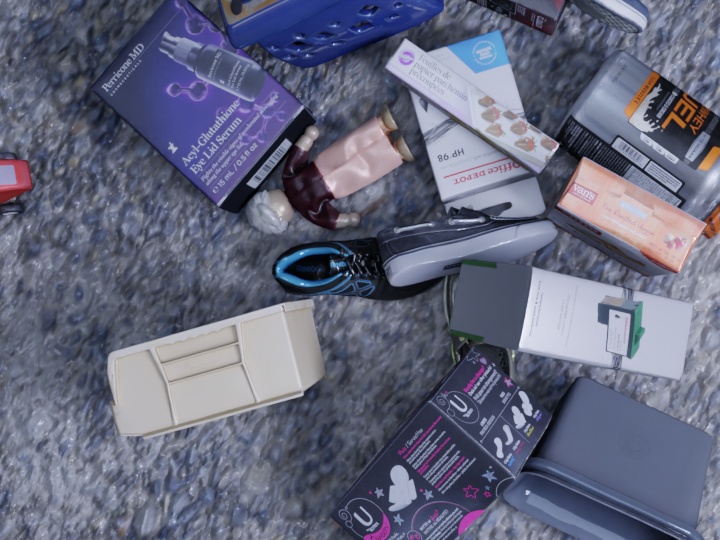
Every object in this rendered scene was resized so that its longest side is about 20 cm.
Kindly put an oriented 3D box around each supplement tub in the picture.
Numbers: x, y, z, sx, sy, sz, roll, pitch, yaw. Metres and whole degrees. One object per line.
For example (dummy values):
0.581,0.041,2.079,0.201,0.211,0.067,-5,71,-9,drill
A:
0.317,-0.130,1.183,0.199,0.123,0.123,36,92,5,supplement tub

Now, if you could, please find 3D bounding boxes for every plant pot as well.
-0.054,-0.337,1.166,0.199,0.179,0.202,-17,87,32,plant pot

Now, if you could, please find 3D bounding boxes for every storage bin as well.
-0.147,0.102,1.185,0.197,0.200,0.095,-15,89,5,storage bin
0.269,0.214,1.181,0.199,0.146,0.135,25,63,6,storage bin

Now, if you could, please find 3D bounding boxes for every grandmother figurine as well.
-0.038,-0.100,1.253,0.199,0.061,0.122,-28,79,7,grandmother figurine

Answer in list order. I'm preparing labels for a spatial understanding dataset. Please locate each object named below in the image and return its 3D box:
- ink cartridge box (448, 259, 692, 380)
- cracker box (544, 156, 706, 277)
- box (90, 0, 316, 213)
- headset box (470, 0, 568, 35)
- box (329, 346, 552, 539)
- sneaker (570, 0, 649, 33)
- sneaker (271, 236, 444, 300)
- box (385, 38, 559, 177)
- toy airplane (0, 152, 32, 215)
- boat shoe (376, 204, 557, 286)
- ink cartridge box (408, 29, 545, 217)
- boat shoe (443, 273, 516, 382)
0.214,0.050,1.140,0.198,0.146,0.085,11,89,-24,ink cartridge box
0.264,-0.050,1.146,0.133,0.200,0.058,30,91,6,cracker box
-0.171,-0.184,1.244,0.200,0.104,0.148,41,93,5,box
0.171,-0.364,1.228,0.199,0.077,0.150,24,91,5,headset box
0.081,0.200,1.155,0.115,0.132,0.200,41,124,5,box
0.243,-0.351,1.144,0.202,0.077,0.147,39,95,6,sneaker
0.000,0.000,1.231,0.198,0.082,0.074,-7,88,5,sneaker
0.118,-0.171,1.178,0.199,0.041,0.039,36,91,5,box
-0.495,-0.090,1.255,0.199,0.141,0.200,37,93,5,toy airplane
0.114,-0.038,1.200,0.198,0.072,0.068,-13,69,-12,boat shoe
0.127,-0.147,1.230,0.115,0.067,0.202,-17,87,5,ink cartridge box
0.134,0.081,1.225,0.071,0.060,0.204,-11,87,5,boat shoe
